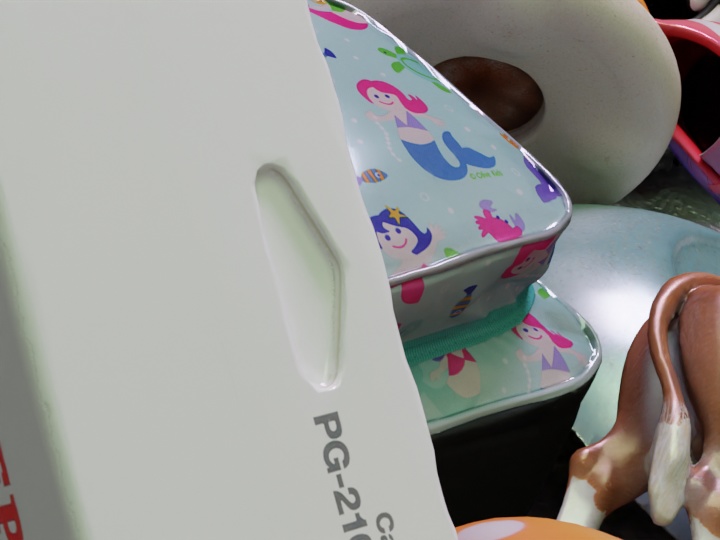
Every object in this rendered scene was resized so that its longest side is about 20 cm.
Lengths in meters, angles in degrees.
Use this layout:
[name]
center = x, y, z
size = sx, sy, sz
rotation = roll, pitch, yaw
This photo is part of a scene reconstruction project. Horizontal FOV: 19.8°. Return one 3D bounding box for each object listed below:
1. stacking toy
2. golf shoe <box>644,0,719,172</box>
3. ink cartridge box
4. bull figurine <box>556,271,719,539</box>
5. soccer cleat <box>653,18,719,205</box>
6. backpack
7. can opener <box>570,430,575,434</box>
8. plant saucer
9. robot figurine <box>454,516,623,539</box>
[stacking toy]
center = 0.055, -0.126, 0.811
size = 0.146, 0.146, 0.200
rotation = 17, 49, -8
[golf shoe]
center = 0.173, -0.104, 0.896
size = 0.200, 0.095, 0.078
rotation = -13, 37, -19
[ink cartridge box]
center = -0.087, 0.026, 0.446
size = 0.084, 0.200, 0.145
rotation = -11, 84, -42
[bull figurine]
center = 0.145, 0.090, 0.602
size = 0.200, 0.065, 0.121
rotation = 40, 57, -10
[soccer cleat]
center = 0.169, -0.025, 0.781
size = 0.073, 0.068, 0.200
rotation = 14, 33, -46
[backpack]
center = -0.048, 0.000, 0.609
size = 0.177, 0.151, 0.200
rotation = -15, 43, -39
[can opener]
center = 0.000, 0.000, 0.733
size = 0.200, 0.053, 0.066
rotation = 42, 6, 26
[plant saucer]
center = 0.136, 0.038, 0.711
size = 0.201, 0.039, 0.201
rotation = 30, 28, -18
[robot figurine]
center = 0.018, 0.135, 0.427
size = 0.117, 0.144, 0.200
rotation = 21, 64, 46
